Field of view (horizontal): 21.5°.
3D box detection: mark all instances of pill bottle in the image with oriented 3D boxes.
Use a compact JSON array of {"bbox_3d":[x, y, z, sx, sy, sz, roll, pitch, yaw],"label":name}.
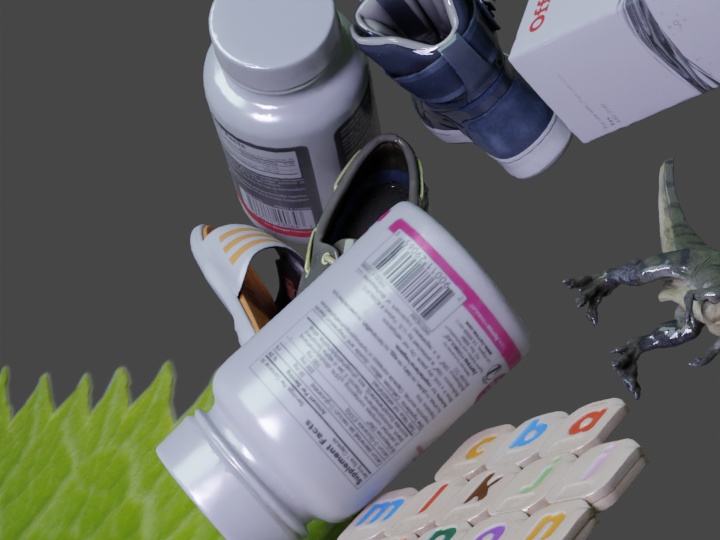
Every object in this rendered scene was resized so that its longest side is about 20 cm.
[{"bbox_3d":[-0.045,-0.111,1.265,0.109,0.200,0.112,-3,61,5],"label":"pill bottle"},{"bbox_3d":[-0.011,0.067,1.061,0.200,0.114,0.113,-42,26,-4],"label":"pill bottle"}]

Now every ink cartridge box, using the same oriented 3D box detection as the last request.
[{"bbox_3d":[0.200,-0.181,1.129,0.199,0.086,0.147,-21,37,41],"label":"ink cartridge box"}]

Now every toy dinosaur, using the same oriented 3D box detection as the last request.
[{"bbox_3d":[0.158,0.011,0.981,0.088,0.048,0.200,-34,27,7],"label":"toy dinosaur"}]

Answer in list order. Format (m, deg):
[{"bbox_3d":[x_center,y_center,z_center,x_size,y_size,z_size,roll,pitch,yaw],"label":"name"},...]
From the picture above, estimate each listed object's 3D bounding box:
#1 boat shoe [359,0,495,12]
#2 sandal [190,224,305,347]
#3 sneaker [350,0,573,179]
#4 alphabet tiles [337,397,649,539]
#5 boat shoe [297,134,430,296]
[{"bbox_3d":[0.054,-0.223,1.428,0.061,0.072,0.201,-57,23,-6],"label":"boat shoe"},{"bbox_3d":[-0.053,0.020,1.269,0.059,0.079,0.207,-43,35,7],"label":"sandal"},{"bbox_3d":[0.048,-0.145,1.249,0.077,0.146,0.202,-50,24,-1],"label":"sneaker"},{"bbox_3d":[0.049,0.132,0.952,0.199,0.015,0.196,-21,17,47],"label":"alphabet tiles"},{"bbox_3d":[-0.003,0.000,1.190,0.071,0.061,0.203,7,48,14],"label":"boat shoe"}]
